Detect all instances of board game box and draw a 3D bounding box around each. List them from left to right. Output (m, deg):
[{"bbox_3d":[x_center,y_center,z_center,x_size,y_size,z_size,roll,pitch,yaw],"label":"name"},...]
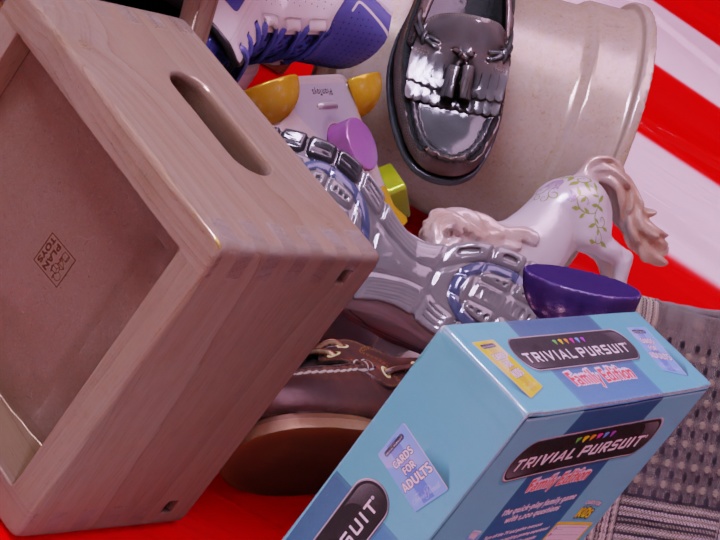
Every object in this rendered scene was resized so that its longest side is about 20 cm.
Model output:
[{"bbox_3d":[0.029,0.106,0.726,0.047,0.200,0.151,46,24,24],"label":"board game box"}]

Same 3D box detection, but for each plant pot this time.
[{"bbox_3d":[0.064,-0.111,1.225,0.183,0.201,0.201,20,26,-10],"label":"plant pot"}]

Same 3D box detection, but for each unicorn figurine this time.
[{"bbox_3d":[0.096,0.000,1.095,0.200,0.074,0.138,-45,123,-39],"label":"unicorn figurine"}]

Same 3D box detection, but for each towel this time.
[{"bbox_3d":[0.143,0.113,0.930,0.192,0.201,0.034,15,-4,-41],"label":"towel"}]

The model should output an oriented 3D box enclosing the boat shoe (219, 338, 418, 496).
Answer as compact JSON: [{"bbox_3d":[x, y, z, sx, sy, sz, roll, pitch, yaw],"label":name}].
[{"bbox_3d":[-0.007,0.068,0.901,0.200,0.070,0.071,18,49,-57],"label":"boat shoe"}]

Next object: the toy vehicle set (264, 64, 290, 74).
[{"bbox_3d":[-0.132,-0.218,1.309,0.199,0.027,0.125,27,26,-24],"label":"toy vehicle set"}]

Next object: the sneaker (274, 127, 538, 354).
[{"bbox_3d":[0.000,0.000,0.944,0.199,0.075,0.087,31,-20,-12],"label":"sneaker"}]

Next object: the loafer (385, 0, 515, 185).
[{"bbox_3d":[0.058,-0.147,1.111,0.071,0.063,0.201,12,59,-5],"label":"loafer"}]

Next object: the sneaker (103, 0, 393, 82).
[{"bbox_3d":[-0.073,-0.128,1.009,0.199,0.080,0.116,19,51,-38],"label":"sneaker"}]

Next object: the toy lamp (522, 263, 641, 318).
[{"bbox_3d":[0.077,0.101,0.817,0.058,0.201,0.058,11,12,-2],"label":"toy lamp"}]

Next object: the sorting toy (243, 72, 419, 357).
[{"bbox_3d":[-0.015,-0.008,1.042,0.181,0.107,0.200,62,27,7],"label":"sorting toy"}]

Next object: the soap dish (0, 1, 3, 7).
[{"bbox_3d":[-0.182,-0.157,1.057,0.157,0.081,0.200,49,24,24],"label":"soap dish"}]

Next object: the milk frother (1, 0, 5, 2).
[{"bbox_3d":[-0.100,-0.251,0.870,0.188,0.180,0.201,-26,99,-34],"label":"milk frother"}]

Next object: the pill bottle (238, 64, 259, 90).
[{"bbox_3d":[-0.060,-0.210,1.179,0.116,0.200,0.117,30,24,-15],"label":"pill bottle"}]

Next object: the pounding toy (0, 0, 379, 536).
[{"bbox_3d":[-0.099,-0.028,0.807,0.142,0.184,0.200,4,40,-53],"label":"pounding toy"}]
